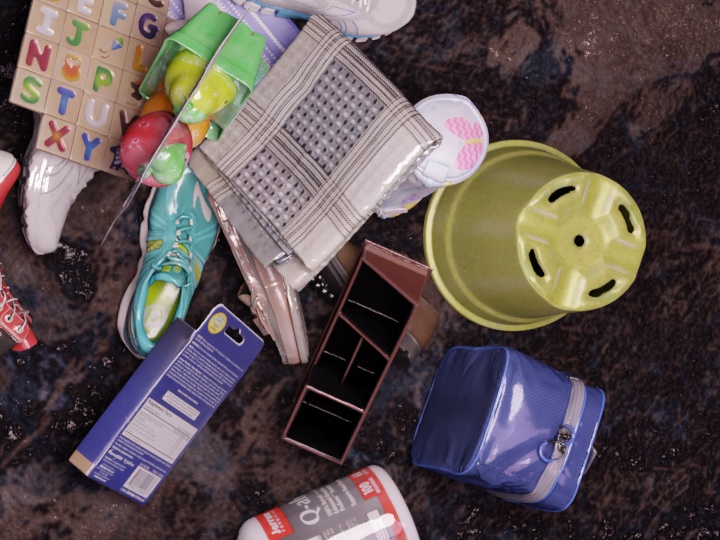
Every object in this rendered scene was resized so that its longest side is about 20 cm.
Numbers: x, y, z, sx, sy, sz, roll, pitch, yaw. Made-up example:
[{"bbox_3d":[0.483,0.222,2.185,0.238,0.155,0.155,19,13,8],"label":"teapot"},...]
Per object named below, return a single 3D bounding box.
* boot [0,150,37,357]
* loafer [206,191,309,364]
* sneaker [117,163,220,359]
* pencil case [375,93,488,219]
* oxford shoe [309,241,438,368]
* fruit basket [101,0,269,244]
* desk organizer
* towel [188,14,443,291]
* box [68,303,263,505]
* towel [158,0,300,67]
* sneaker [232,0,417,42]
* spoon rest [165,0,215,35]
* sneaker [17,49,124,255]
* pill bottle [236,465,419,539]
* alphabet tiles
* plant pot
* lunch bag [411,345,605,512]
[{"bbox_3d":[-0.337,-0.005,1.457,0.144,0.072,0.200,34,109,-15],"label":"boot"},{"bbox_3d":[-0.098,0.001,1.536,0.063,0.072,0.200,-12,109,0],"label":"loafer"},{"bbox_3d":[-0.176,-0.009,1.512,0.077,0.080,0.200,14,89,-15],"label":"sneaker"},{"bbox_3d":[0.052,-0.107,1.507,0.083,0.200,0.091,37,74,-8],"label":"pencil case"},{"bbox_3d":[0.000,0.000,1.571,0.200,0.073,0.084,47,67,-16],"label":"oxford shoe"},{"bbox_3d":[-0.159,-0.125,1.392,0.094,0.185,0.200,26,66,-11],"label":"fruit basket"},{"bbox_3d":[-0.006,0.081,1.511,0.072,0.077,0.200,24,117,-1],"label":"desk organizer"},{"bbox_3d":[-0.051,-0.109,1.433,0.200,0.035,0.193,-47,63,12],"label":"towel"},{"bbox_3d":[-0.180,0.123,1.505,0.032,0.121,0.200,35,83,28],"label":"box"},{"bbox_3d":[-0.167,-0.214,1.536,0.200,0.024,0.145,-42,104,-7],"label":"towel"},{"bbox_3d":[-0.027,-0.271,1.522,0.200,0.087,0.075,6,82,-27],"label":"sneaker"},{"bbox_3d":[-0.160,-0.303,1.493,0.099,0.061,0.200,-4,69,6],"label":"spoon rest"},{"bbox_3d":[-0.265,-0.109,1.480,0.099,0.078,0.200,9,99,-19],"label":"sneaker"},{"bbox_3d":[-0.050,0.279,1.542,0.200,0.116,0.116,-22,98,-13],"label":"pill bottle"},{"bbox_3d":[-0.235,-0.191,1.460,0.166,0.006,0.200,19,73,-33],"label":"alphabet tiles"},{"bbox_3d":[0.184,-0.031,1.551,0.200,0.184,0.201,-1,94,-15],"label":"plant pot"},{"bbox_3d":[0.154,0.156,1.546,0.132,0.200,0.136,23,82,-17],"label":"lunch bag"}]
